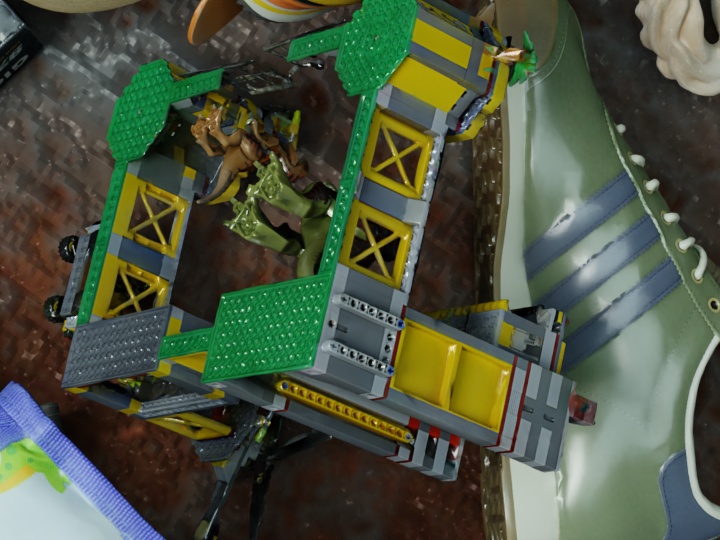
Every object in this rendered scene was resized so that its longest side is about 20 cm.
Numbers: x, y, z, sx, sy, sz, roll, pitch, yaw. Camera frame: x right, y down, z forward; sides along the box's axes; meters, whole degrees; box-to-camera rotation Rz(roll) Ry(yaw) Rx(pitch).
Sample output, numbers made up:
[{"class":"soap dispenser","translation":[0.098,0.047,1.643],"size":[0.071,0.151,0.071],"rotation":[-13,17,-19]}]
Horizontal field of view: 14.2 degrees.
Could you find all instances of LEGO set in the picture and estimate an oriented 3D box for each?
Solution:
[{"class":"LEGO set","translation":[0.000,0.000,0.922],"size":[0.115,0.199,0.155],"rotation":[24,61,-32]}]

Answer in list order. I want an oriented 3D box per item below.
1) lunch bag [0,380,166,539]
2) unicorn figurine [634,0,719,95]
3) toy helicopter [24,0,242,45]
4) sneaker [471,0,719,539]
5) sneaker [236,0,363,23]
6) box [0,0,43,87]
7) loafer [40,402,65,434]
[{"class":"lunch bag","translation":[-0.102,0.155,0.848],"size":[0.170,0.127,0.200],"rotation":[-45,121,-11]},{"class":"unicorn figurine","translation":[0.184,-0.111,0.968],"size":[0.199,0.074,0.138],"rotation":[-13,111,16]},{"class":"toy helicopter","translation":[-0.039,-0.150,0.965],"size":[0.199,0.079,0.133],"rotation":[-31,69,-16]},{"class":"sneaker","translation":[0.085,0.003,0.967],"size":[0.089,0.067,0.202],"rotation":[-1,88,-6]},{"class":"sneaker","translation":[0.048,-0.137,0.926],"size":[0.200,0.090,0.070],"rotation":[-33,108,-33]},{"class":"box","translation":[-0.232,-0.099,0.980],"size":[0.159,0.046,0.200],"rotation":[-43,87,-2]},{"class":"loafer","translation":[-0.119,0.074,0.956],"size":[0.199,0.073,0.073],"rotation":[34,78,-6]}]
